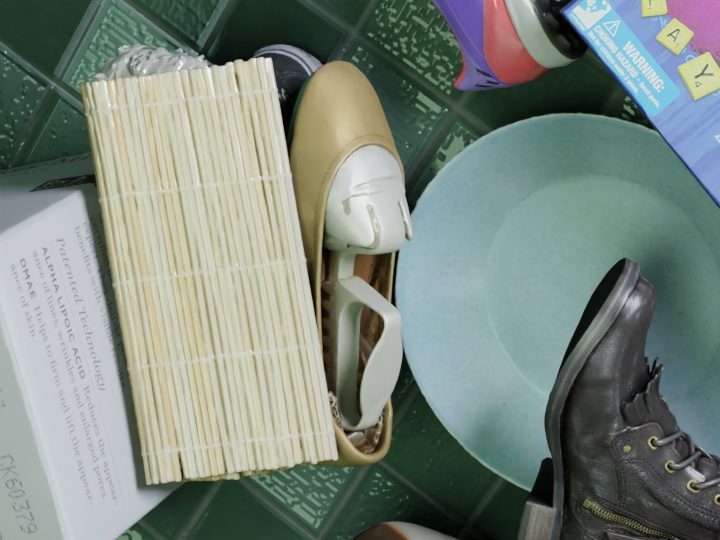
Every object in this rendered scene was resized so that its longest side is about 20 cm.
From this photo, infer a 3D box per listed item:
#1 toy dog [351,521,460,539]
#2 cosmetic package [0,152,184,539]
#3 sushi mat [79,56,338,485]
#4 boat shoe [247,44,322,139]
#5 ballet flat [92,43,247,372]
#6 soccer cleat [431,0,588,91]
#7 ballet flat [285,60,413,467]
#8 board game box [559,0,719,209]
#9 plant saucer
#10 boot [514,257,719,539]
[{"bbox_3d":[0.011,0.229,1.288,0.193,0.139,0.202,2,88,53],"label":"toy dog"},{"bbox_3d":[-0.182,0.047,1.284,0.164,0.200,0.166,-9,104,26],"label":"cosmetic package"},{"bbox_3d":[-0.073,0.002,1.215,0.095,0.012,0.202,-9,95,2],"label":"sushi mat"},{"bbox_3d":[-0.039,-0.012,1.285,0.068,0.057,0.202,-2,106,23],"label":"boat shoe"},{"bbox_3d":[-0.083,-0.014,1.244,0.071,0.072,0.202,-10,98,25],"label":"ballet flat"},{"bbox_3d":[0.037,-0.179,1.196,0.073,0.068,0.201,-22,100,31],"label":"soccer cleat"},{"bbox_3d":[0.000,0.000,1.236,0.063,0.068,0.202,17,110,46],"label":"ballet flat"},{"bbox_3d":[0.228,-0.104,1.131,0.199,0.041,0.200,-40,89,17],"label":"board game box"},{"bbox_3d":[0.116,0.016,1.240,0.199,0.039,0.203,7,110,20],"label":"plant saucer"},{"bbox_3d":[0.170,0.099,1.192,0.173,0.069,0.201,17,124,9],"label":"boot"}]
